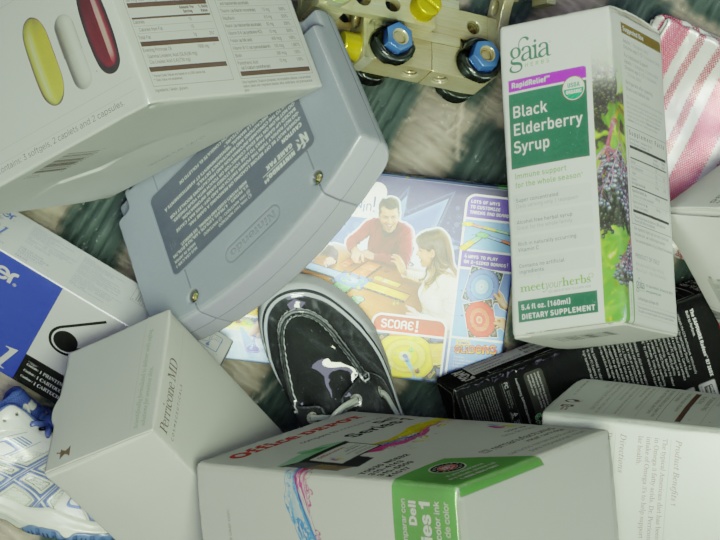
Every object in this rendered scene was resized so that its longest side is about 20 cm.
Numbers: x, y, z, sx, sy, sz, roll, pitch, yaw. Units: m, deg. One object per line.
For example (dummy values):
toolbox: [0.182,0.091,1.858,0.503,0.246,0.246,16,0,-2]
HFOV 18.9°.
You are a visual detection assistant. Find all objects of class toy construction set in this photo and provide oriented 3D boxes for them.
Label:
toy construction set: [0.039,-0.184,1.390,0.200,0.092,0.131,4,69,-10]

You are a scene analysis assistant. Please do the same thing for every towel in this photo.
towel: [0.256,-0.067,1.432,0.200,0.030,0.146,24,94,-4]

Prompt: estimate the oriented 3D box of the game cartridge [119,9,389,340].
game cartridge: [-0.068,-0.051,1.339,0.200,0.042,0.133,-42,54,27]

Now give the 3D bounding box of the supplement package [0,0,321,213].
supplement package: [-0.158,-0.119,1.296,0.200,0.156,0.111,-25,82,38]

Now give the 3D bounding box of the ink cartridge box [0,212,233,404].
ink cartridge box: [-0.192,0.035,1.392,0.200,0.044,0.094,32,127,-4]

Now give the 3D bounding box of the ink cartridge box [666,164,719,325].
ink cartridge box: [0.304,0.005,1.377,0.146,0.083,0.200,-35,106,-17]

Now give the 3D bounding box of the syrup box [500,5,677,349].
syrup box: [0.141,-0.056,1.341,0.079,0.081,0.200,-8,78,32]

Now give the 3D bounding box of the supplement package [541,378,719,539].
supplement package: [0.214,0.140,1.302,0.200,0.117,0.117,6,98,16]

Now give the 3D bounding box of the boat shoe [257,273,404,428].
boat shoe: [-0.008,0.096,1.386,0.072,0.068,0.200,-20,113,8]

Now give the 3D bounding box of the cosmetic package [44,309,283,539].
cosmetic package: [-0.100,0.134,1.344,0.085,0.108,0.200,-22,129,22]

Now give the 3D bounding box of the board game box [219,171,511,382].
board game box: [0.000,0.000,1.422,0.200,0.034,0.135,7,94,-4]

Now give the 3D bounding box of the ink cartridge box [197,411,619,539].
ink cartridge box: [0.025,0.139,1.244,0.200,0.145,0.084,1,100,41]

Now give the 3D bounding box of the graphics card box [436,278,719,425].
graphics card box: [0.162,0.095,1.411,0.200,0.051,0.126,-22,101,-11]

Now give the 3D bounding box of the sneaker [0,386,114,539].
sneaker: [-0.209,0.123,1.401,0.200,0.075,0.088,7,97,-4]
